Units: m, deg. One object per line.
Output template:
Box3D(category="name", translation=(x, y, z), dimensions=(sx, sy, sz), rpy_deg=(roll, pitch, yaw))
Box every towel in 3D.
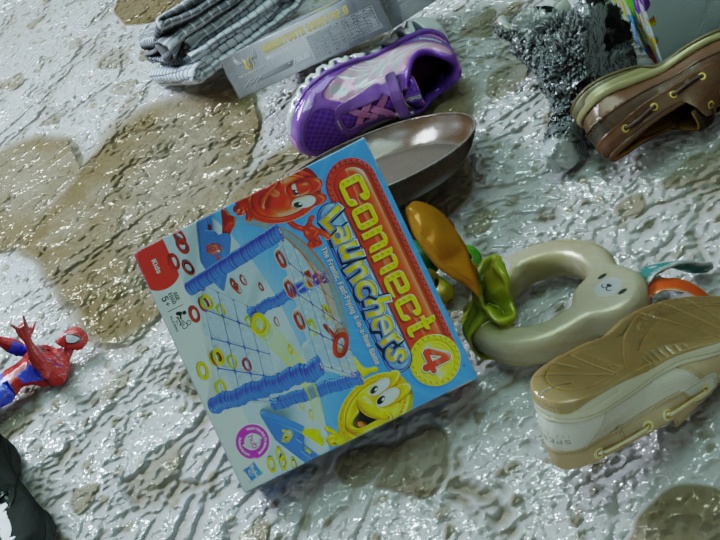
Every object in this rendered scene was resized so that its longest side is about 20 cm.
Box3D(category="towel", translation=(-0.167, -0.304, 1.577), dimensions=(0.199, 0.086, 0.165), rpy_deg=(-39, 19, -14))

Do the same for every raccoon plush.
Box3D(category="raccoon plush", translation=(0.163, -0.180, 1.237), dimensions=(0.133, 0.097, 0.201), rpy_deg=(-1, 43, 44))

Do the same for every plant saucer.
Box3D(category="plant saucer", translation=(0.017, -0.090, 1.229), dimensions=(0.198, 0.032, 0.200), rpy_deg=(-19, 18, 7))

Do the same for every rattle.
Box3D(category="rattle", translation=(0.156, -0.015, 0.994), dimensions=(0.198, 0.144, 0.130), rpy_deg=(-7, 21, 35))

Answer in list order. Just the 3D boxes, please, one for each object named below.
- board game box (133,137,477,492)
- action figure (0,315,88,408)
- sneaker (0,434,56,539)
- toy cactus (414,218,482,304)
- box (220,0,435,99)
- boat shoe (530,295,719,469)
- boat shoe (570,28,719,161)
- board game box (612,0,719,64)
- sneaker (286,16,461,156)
Box3D(category="board game box", translation=(-0.040, 0.033, 1.011), dimensions=(0.194, 0.202, 0.056), rpy_deg=(-26, -2, 2))
Box3D(category="action figure", translation=(-0.346, 0.095, 1.222), dimensions=(0.199, 0.100, 0.065), rpy_deg=(-32, 36, -10))
Box3D(category="sneaker", translation=(-0.314, 0.177, 1.100), dimensions=(0.076, 0.091, 0.200), rpy_deg=(-34, 37, -13))
Box3D(category="toy cactus", translation=(0.000, 0.000, 1.126), dimensions=(0.199, 0.103, 0.166), rpy_deg=(-28, 24, 14))
Box3D(category="box", translation=(-0.031, -0.258, 1.422), dimensions=(0.198, 0.049, 0.158), rpy_deg=(-20, 13, 29))
Box3D(category="boat shoe", translation=(0.197, 0.075, 0.909), dimensions=(0.198, 0.070, 0.074), rpy_deg=(-20, 27, -27))
Box3D(category="boat shoe", translation=(0.281, -0.150, 1.146), dimensions=(0.198, 0.072, 0.068), rpy_deg=(-22, 68, -6))
Box3D(category="board game box", translation=(0.288, -0.277, 1.246), dimensions=(0.102, 0.106, 0.201), rpy_deg=(-23, 31, 6))
Box3D(category="sneaker", translation=(0.019, -0.177, 1.333), dimensions=(0.199, 0.081, 0.088), rpy_deg=(-33, 39, -9))
